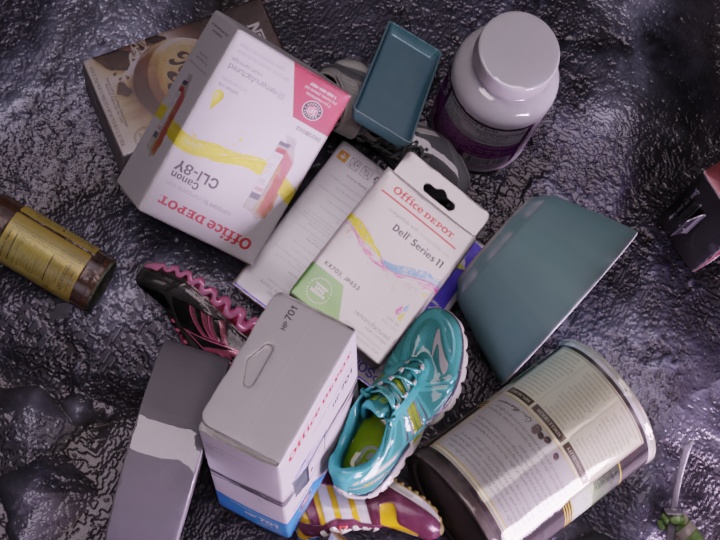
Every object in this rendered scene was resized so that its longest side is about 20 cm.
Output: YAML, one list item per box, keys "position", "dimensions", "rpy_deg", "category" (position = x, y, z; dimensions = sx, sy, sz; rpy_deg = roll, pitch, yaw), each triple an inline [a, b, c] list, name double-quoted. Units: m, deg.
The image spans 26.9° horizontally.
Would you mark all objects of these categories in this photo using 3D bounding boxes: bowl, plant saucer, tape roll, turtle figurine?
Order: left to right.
- position: [-0.178, 0.169, 1.393]
  dimensions: [0.065, 0.200, 0.203]
  rpy_deg: [16, 72, -2]
  category: "tape roll"
- position: [0.037, -0.194, 1.567]
  dimensions: [0.069, 0.019, 0.201]
  rpy_deg: [30, 37, -8]
  category: "plant saucer"
- position: [0.171, 0.003, 1.491]
  dimensions: [0.105, 0.201, 0.201]
  rpy_deg: [43, 73, 6]
  category: "bowl"
- position: [0.320, 0.285, 1.465]
  dimensions: [0.194, 0.201, 0.144]
  rpy_deg: [-42, 49, -13]
  category: "turtle figurine"

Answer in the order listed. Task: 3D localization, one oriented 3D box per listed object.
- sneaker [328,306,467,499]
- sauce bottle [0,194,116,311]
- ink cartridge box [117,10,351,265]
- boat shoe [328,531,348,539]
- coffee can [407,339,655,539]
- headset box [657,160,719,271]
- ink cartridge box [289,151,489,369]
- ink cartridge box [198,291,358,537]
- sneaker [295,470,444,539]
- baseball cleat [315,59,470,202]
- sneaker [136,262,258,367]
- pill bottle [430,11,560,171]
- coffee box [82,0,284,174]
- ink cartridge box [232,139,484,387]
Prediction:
- position: [0.036, 0.123, 1.409]
  dimensions: [0.077, 0.080, 0.201]
  rpy_deg: [26, 81, 25]
  category: "sneaker"
- position: [-0.341, -0.034, 1.502]
  dimensions: [0.199, 0.065, 0.065]
  rpy_deg: [31, 72, 3]
  category: "sauce bottle"
- position: [-0.125, -0.128, 1.484]
  dimensions: [0.144, 0.083, 0.201]
  rpy_deg: [27, 99, -31]
  category: "ink cartridge box"
- position: [0.020, 0.338, 1.425]
  dimensions: [0.069, 0.071, 0.201]
  rpy_deg: [-39, 100, -3]
  category: "boat shoe"
- position: [0.166, 0.183, 1.466]
  dimensions: [0.199, 0.146, 0.147]
  rpy_deg: [-34, 81, -15]
  category: "coffee can"
- position: [0.414, -0.086, 1.579]
  dimensions: [0.199, 0.149, 0.078]
  rpy_deg: [-29, 79, -14]
  category: "headset box"
- position: [0.033, -0.017, 1.488]
  dimensions: [0.117, 0.067, 0.201]
  rpy_deg: [37, 81, 4]
  category: "ink cartridge box"
- position: [-0.069, 0.134, 1.359]
  dimensions: [0.085, 0.201, 0.147]
  rpy_deg: [26, 67, 11]
  category: "ink cartridge box"
- position: [-0.019, 0.235, 1.467]
  dimensions: [0.198, 0.075, 0.091]
  rpy_deg: [23, 70, 8]
  category: "sneaker"
- position: [0.023, -0.137, 1.564]
  dimensions: [0.200, 0.070, 0.106]
  rpy_deg: [43, 32, 14]
  category: "baseball cleat"
- position: [-0.151, 0.071, 1.499]
  dimensions: [0.199, 0.079, 0.096]
  rpy_deg: [35, 84, 4]
  category: "sneaker"
- position: [0.140, -0.185, 1.541]
  dimensions: [0.111, 0.200, 0.114]
  rpy_deg: [2, 73, -7]
  category: "pill bottle"
- position: [-0.174, -0.188, 1.560]
  dimensions: [0.198, 0.080, 0.114]
  rpy_deg: [-23, 78, -14]
  category: "coffee box"
- position: [0.000, 0.000, 1.550]
  dimensions: [0.197, 0.043, 0.201]
  rpy_deg: [37, 71, 3]
  category: "ink cartridge box"
